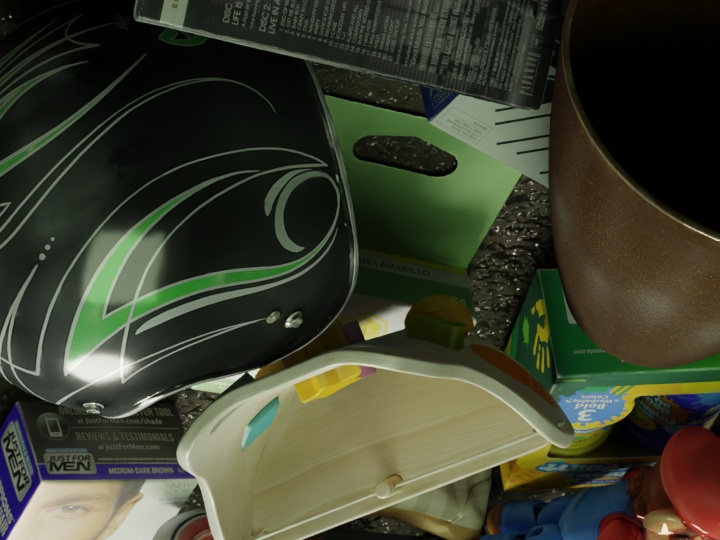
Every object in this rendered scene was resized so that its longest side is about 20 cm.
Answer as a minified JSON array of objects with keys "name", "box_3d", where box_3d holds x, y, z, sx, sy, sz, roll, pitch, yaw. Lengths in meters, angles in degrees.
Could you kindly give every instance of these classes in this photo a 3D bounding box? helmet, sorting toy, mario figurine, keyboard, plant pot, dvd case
[{"name":"helmet","box_3d":[-0.114,-0.032,0.908,0.189,0.201,0.201,-18,139,-15]},{"name":"sorting toy","box_3d":[-0.011,0.072,0.976,0.199,0.108,0.180,-22,167,13]},{"name":"mario figurine","box_3d":[0.163,0.167,1.108,0.199,0.124,0.106,-21,139,38]},{"name":"keyboard","box_3d":[0.063,0.184,1.232,0.198,0.011,0.056,4,-178,13]},{"name":"plant pot","box_3d":[0.166,-0.038,0.914,0.185,0.188,0.200,-2,151,-9]},{"name":"dvd case","box_3d":[0.007,-0.165,0.855,0.199,0.016,0.150,10,95,-22]}]

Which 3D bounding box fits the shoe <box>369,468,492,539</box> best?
[{"name":"shoe","box_3d":[0.002,0.124,1.193,0.199,0.070,0.054,19,101,-32]}]

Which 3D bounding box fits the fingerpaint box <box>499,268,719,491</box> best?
[{"name":"fingerpaint box","box_3d":[0.190,0.065,1.124,0.198,0.074,0.167,-2,152,-9]}]

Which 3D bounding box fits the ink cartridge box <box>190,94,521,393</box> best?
[{"name":"ink cartridge box","box_3d":[0.000,0.000,1.068,0.145,0.048,0.200,11,135,-21]}]

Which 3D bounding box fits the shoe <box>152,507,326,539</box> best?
[{"name":"shoe","box_3d":[-0.031,0.188,1.165,0.091,0.072,0.199,-12,154,40]}]

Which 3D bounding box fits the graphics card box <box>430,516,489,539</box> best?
[{"name":"graphics card box","box_3d":[0.063,0.276,1.256,0.125,0.201,0.051,-35,136,24]}]

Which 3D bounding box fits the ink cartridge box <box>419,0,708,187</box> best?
[{"name":"ink cartridge box","box_3d":[0.136,-0.082,1.009,0.199,0.044,0.094,25,128,-33]}]

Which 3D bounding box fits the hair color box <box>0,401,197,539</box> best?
[{"name":"hair color box","box_3d":[-0.192,0.165,1.176,0.109,0.065,0.200,3,136,-34]}]
